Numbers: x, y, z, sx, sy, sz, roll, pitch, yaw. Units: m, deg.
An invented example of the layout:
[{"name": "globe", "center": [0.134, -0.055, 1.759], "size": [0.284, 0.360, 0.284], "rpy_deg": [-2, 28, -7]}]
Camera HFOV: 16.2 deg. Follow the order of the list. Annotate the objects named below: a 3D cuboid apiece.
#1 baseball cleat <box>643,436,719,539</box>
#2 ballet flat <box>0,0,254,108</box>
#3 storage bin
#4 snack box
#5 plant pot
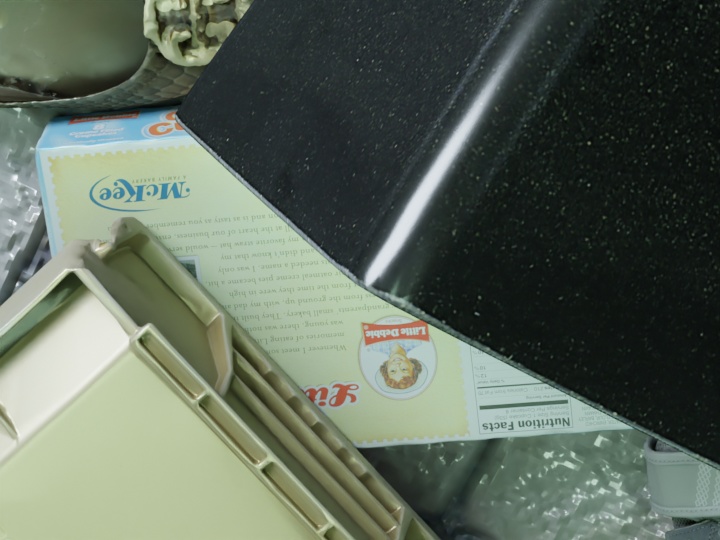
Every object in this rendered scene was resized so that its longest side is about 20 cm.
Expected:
[{"name": "baseball cleat", "center": [0.121, 0.108, 0.853], "size": [0.106, 0.070, 0.200], "rpy_deg": [46, 127, 9]}, {"name": "ballet flat", "center": [-0.122, -0.078, 0.808], "size": [0.198, 0.046, 0.068], "rpy_deg": [-2, 113, 5]}, {"name": "storage bin", "center": [-0.088, 0.120, 0.803], "size": [0.200, 0.094, 0.199], "rpy_deg": [-41, 103, 8]}, {"name": "snack box", "center": [0.000, 0.000, 0.836], "size": [0.198, 0.037, 0.117], "rpy_deg": [-4, 112, 6]}, {"name": "plant pot", "center": [0.095, -0.056, 0.669], "size": [0.199, 0.200, 0.178], "rpy_deg": [26, 97, -21]}]
